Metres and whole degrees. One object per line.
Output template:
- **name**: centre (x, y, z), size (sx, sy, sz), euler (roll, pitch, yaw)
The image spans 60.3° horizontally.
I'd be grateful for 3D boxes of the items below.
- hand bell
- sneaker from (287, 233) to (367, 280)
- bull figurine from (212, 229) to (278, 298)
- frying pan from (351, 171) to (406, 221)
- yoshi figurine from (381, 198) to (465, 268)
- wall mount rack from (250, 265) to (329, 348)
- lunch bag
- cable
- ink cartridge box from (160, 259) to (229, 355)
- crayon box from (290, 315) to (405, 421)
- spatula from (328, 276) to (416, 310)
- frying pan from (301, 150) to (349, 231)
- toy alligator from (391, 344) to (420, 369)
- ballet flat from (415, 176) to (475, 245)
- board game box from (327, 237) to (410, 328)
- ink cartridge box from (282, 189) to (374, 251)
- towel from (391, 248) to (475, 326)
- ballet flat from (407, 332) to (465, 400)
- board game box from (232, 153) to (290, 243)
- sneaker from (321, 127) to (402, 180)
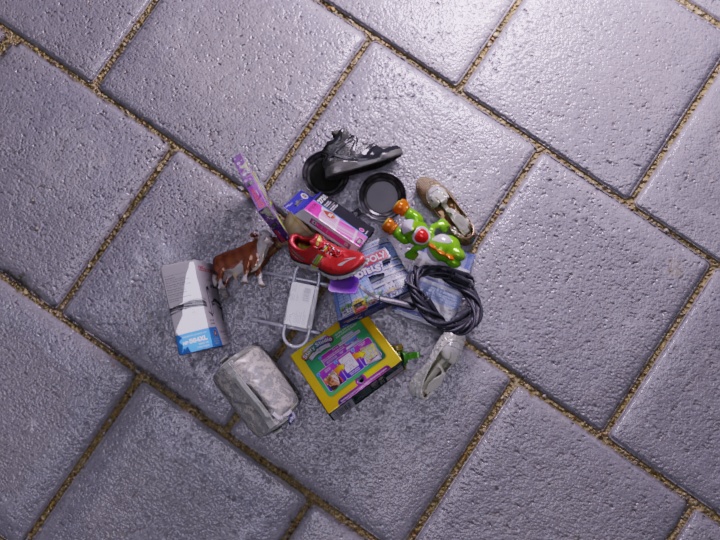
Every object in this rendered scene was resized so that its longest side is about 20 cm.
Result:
- **hand bell**: centre (-0.202, -0.055, 1.460), size (0.200, 0.104, 0.104), euler (-41, 86, 10)
- **sneaker**: centre (-0.080, -0.038, 1.359), size (0.199, 0.085, 0.077), euler (10, 47, 27)
- **bull figurine**: centre (-0.266, -0.015, 1.419), size (0.199, 0.065, 0.122), euler (-20, 58, 35)
- **frying pan**: centre (0.030, -0.144, 1.473), size (0.115, 0.031, 0.191), euler (36, 94, 2)
- **yoshi figurine**: centre (0.154, -0.075, 1.431), size (0.199, 0.113, 0.112), euler (35, 54, 8)
- **wall mount rack**: centre (-0.164, 0.075, 1.450), size (0.172, 0.075, 0.202), euler (12, 86, -2)
- **lunch bag**: centre (-0.232, 0.271, 1.385), size (0.139, 0.168, 0.200), euler (-39, 87, -2)
- **cable**: centre (0.184, 0.063, 1.402), size (0.199, 0.051, 0.164), euler (16, 60, -21)
- **ink cartridge box**: centre (-0.373, 0.083, 1.410), size (0.084, 0.146, 0.201), euler (-13, 86, 1)
- **crayon box**: centre (-0.030, 0.207, 1.400), size (0.199, 0.058, 0.173), euler (-34, 58, -8)
- **spatula**: centre (0.029, 0.052, 1.357), size (0.199, 0.021, 0.057), euler (19, 42, -8)
- **frying pan**: centre (-0.073, -0.194, 1.479), size (0.114, 0.031, 0.191), euler (-15, 83, -6)
- **toy alligator**: centre (0.042, 0.210, 1.443), size (0.198, 0.054, 0.060), euler (-7, 86, 0)
- **ballet flat**: centre (0.207, -0.147, 1.461), size (0.070, 0.065, 0.200), euler (-41, 87, -5)
- **board game box**: centre (0.000, 0.000, 1.431), size (0.199, 0.062, 0.201), euler (-25, 67, -8)
- **ink cartridge box**: centre (-0.070, -0.119, 1.411), size (0.199, 0.095, 0.037), euler (33, 129, 4)
- **towel**: centre (0.175, 0.032, 1.470), size (0.146, 0.024, 0.201), euler (21, 86, 1)
- **ballet flat**: centre (0.189, 0.219, 1.434), size (0.072, 0.072, 0.201), euler (35, 89, 3)
- **board game box**: centre (-0.224, -0.164, 1.395), size (0.032, 0.120, 0.200), euler (-28, 51, -3)
- **sneaker**: centre (0.000, -0.289, 1.458), size (0.198, 0.076, 0.115), euler (-14, 86, -11)
